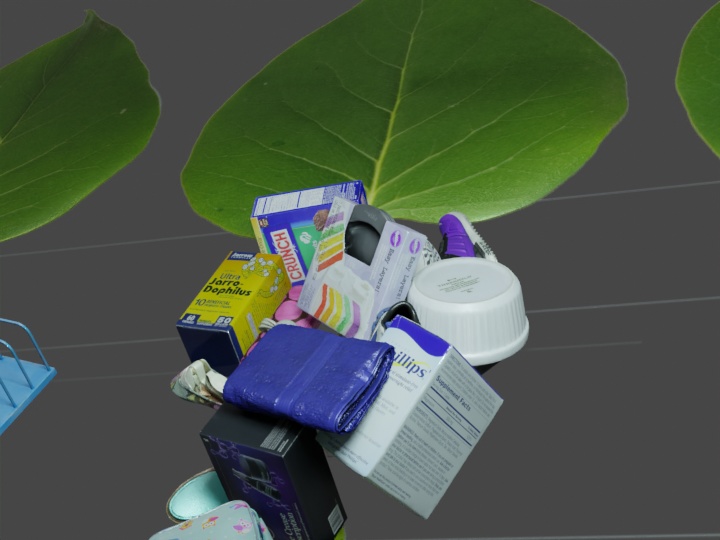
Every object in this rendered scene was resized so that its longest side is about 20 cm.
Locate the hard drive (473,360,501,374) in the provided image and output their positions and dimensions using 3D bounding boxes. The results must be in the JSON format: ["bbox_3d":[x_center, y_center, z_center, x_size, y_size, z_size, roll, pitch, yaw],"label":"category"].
[{"bbox_3d":[0.132,0.128,1.627,0.138,0.033,0.199,19,35,39],"label":"hard drive"}]

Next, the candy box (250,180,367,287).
[{"bbox_3d":[-0.077,-0.054,1.870,0.197,0.171,0.077,-8,31,12],"label":"candy box"}]

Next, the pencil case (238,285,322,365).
[{"bbox_3d":[-0.117,0.109,1.743,0.093,0.091,0.201,-36,18,46],"label":"pencil case"}]

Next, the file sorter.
[{"bbox_3d":[-0.652,0.189,1.820,0.137,0.124,0.201,8,42,29],"label":"file sorter"}]

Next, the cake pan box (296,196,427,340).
[{"bbox_3d":[0.000,0.000,1.652,0.052,0.202,0.183,13,12,-46],"label":"cake pan box"}]

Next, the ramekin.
[{"bbox_3d":[0.159,0.056,1.622,0.199,0.096,0.203,-4,27,2],"label":"ramekin"}]

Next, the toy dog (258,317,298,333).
[{"bbox_3d":[-0.087,0.166,1.595,0.131,0.200,0.097,-5,47,58],"label":"toy dog"}]

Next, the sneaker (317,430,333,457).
[{"bbox_3d":[0.019,0.214,1.555,0.197,0.082,0.076,-13,34,1],"label":"sneaker"}]

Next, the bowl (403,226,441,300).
[{"bbox_3d":[0.042,0.000,1.734,0.197,0.094,0.204,-1,69,3],"label":"bowl"}]

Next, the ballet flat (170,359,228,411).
[{"bbox_3d":[-0.239,0.185,1.703,0.198,0.072,0.069,20,50,40],"label":"ballet flat"}]

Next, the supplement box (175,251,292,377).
[{"bbox_3d":[-0.207,0.072,1.806,0.107,0.111,0.201,4,40,26],"label":"supplement box"}]

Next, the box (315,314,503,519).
[{"bbox_3d":[0.069,0.196,1.410,0.104,0.184,0.201,28,79,40],"label":"box"}]

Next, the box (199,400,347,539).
[{"bbox_3d":[-0.114,0.276,1.422,0.140,0.202,0.079,10,43,33],"label":"box"}]

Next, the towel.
[{"bbox_3d":[-0.065,0.140,1.362,0.198,0.050,0.148,10,44,35],"label":"towel"}]

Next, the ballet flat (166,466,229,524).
[{"bbox_3d":[-0.189,0.308,1.533,0.198,0.065,0.071,-27,74,-20],"label":"ballet flat"}]

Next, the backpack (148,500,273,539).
[{"bbox_3d":[-0.173,0.403,1.327,0.174,0.155,0.201,-19,42,-13],"label":"backpack"}]

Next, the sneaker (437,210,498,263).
[{"bbox_3d":[0.159,-0.030,1.830,0.098,0.070,0.201,-24,36,-7],"label":"sneaker"}]

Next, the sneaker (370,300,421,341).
[{"bbox_3d":[0.038,0.126,1.498,0.079,0.115,0.202,15,68,-3],"label":"sneaker"}]
